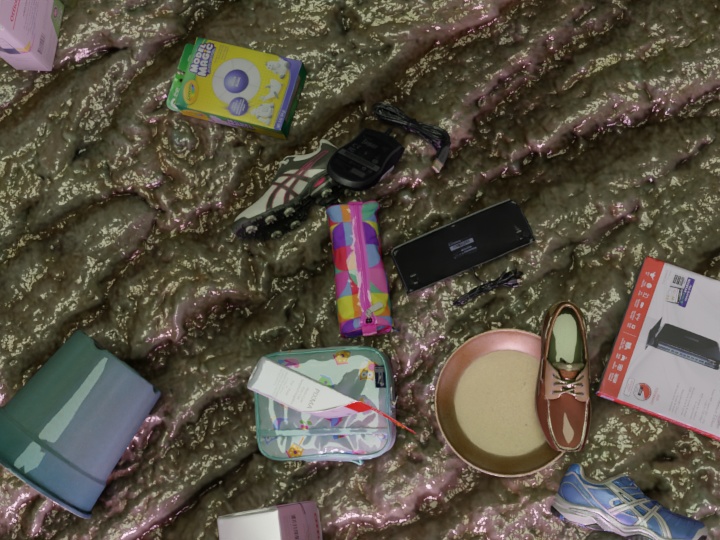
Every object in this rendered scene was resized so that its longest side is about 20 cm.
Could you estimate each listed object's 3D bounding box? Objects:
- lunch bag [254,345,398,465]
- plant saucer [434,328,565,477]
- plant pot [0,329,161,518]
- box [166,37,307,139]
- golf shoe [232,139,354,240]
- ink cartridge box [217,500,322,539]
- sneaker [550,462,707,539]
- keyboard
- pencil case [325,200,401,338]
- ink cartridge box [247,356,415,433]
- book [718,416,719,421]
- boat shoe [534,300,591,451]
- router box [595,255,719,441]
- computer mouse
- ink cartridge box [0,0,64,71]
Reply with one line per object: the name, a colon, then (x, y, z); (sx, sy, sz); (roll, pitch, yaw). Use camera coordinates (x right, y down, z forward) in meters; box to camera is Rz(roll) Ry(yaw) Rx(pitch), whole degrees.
lunch bag: (-0.045, 0.188, 1.378); (0.199, 0.077, 0.161); (-4, 78, 7)
plant saucer: (0.202, 0.181, 1.367); (0.199, 0.035, 0.201); (-1, 79, 7)
plant pot: (-0.391, 0.202, 1.374); (0.200, 0.200, 0.196); (35, 77, 13)
box: (-0.193, -0.280, 1.510); (0.199, 0.048, 0.118); (14, 80, 12)
golf shoe: (-0.104, -0.113, 1.456); (0.200, 0.077, 0.088); (-29, 69, -8)
ink cartridge box: (-0.108, 0.379, 1.286); (0.083, 0.200, 0.147); (-11, 77, 9)
sneaker: (0.353, 0.309, 1.299); (0.199, 0.076, 0.077); (14, 85, 9)
keyboard: (0.154, -0.013, 1.422); (0.199, 0.021, 0.127); (-23, 71, 4)
pencil case: (0.000, 0.000, 1.408); (0.088, 0.088, 0.201); (-10, 77, 6)
ink cartridge box: (-0.032, 0.176, 1.257); (0.200, 0.160, 0.047); (25, 82, 11)
book: (0.582, 0.187, 1.283); (0.200, 0.048, 0.134); (32, 80, -4)
boat shoe: (0.266, 0.136, 1.311); (0.075, 0.074, 0.201); (-3, 78, 7)
router box: (0.436, 0.104, 1.344); (0.179, 0.049, 0.201); (19, 82, 11)
computer mouse: (0.044, -0.155, 1.421); (0.140, 0.046, 0.200); (24, 47, 11)
ink cartridge box: (-0.526, -0.392, 1.499); (0.067, 0.200, 0.118); (6, 79, 9)
